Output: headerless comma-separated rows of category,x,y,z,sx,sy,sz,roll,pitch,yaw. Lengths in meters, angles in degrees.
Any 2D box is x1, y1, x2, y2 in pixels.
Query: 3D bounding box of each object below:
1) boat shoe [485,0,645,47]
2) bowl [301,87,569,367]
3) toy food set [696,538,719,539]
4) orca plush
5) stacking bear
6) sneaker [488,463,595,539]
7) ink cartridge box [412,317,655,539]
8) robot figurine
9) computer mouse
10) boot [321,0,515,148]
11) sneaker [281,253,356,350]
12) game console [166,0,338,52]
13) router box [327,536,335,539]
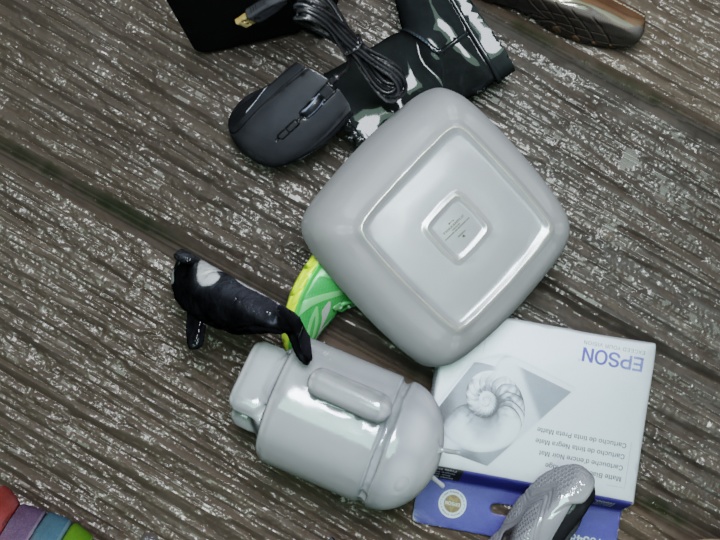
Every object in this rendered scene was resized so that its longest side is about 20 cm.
boat shoe,0.176,-0.271,0.980,0.198,0.076,0.073,25,84,1
bowl,0.074,-0.037,0.910,0.200,0.075,0.200,-45,99,-8
toy food set,0.317,0.341,0.948,0.195,0.049,0.203,-4,86,0
orca plush,-0.115,0.044,0.914,0.199,0.105,0.072,26,85,38
stacking bear,-0.258,0.286,0.932,0.199,0.121,0.115,32,94,-7
sneaker,0.169,0.266,0.929,0.113,0.076,0.201,32,110,-4
ink cartridge box,0.156,0.148,0.966,0.197,0.041,0.203,9,86,1
robot figurine,-0.013,0.132,0.910,0.198,0.170,0.114,22,68,6
computer mouse,-0.070,-0.156,0.912,0.140,0.199,0.046,44,46,-26
boot,0.030,-0.207,0.981,0.162,0.073,0.199,-34,83,5
sneaker,0.000,0.000,0.962,0.083,0.074,0.201,38,87,7
game console,-0.075,-0.277,0.918,0.115,0.200,0.178,20,86,1
router box,0.012,0.306,0.876,0.052,0.200,0.158,-38,86,-9
